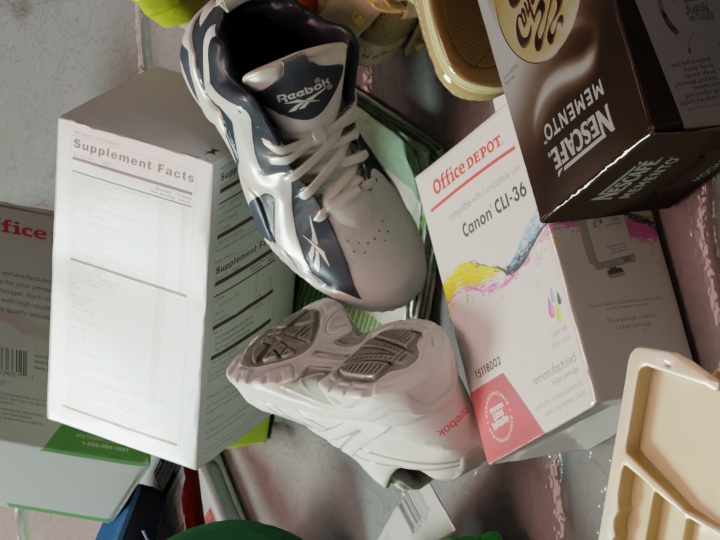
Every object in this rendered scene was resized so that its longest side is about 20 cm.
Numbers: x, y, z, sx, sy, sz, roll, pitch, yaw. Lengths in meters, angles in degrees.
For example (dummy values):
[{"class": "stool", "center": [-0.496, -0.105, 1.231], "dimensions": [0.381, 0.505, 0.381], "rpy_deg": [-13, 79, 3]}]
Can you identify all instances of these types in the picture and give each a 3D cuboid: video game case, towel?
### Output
[{"class": "video game case", "center": [-0.116, 0.222, 1.877], "dimensions": [0.182, 0.023, 0.200], "rpy_deg": [66, 146, 30]}, {"class": "towel", "center": [0.000, 0.000, 1.611], "dimensions": [0.153, 0.023, 0.200], "rpy_deg": [37, 128, 55]}]

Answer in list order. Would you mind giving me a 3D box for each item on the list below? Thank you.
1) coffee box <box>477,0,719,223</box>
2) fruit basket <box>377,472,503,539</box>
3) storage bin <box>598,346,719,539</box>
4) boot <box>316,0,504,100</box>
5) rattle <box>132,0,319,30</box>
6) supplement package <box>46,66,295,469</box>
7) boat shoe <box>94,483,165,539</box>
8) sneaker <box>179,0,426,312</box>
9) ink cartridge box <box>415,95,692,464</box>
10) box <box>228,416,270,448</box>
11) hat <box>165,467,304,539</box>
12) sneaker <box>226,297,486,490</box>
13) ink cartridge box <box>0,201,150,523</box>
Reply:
[{"class": "coffee box", "center": [0.117, -0.137, 1.302], "dimensions": [0.113, 0.080, 0.200], "rpy_deg": [-41, 60, 56]}, {"class": "fruit basket", "center": [0.042, 0.237, 1.529], "dimensions": [0.200, 0.094, 0.186], "rpy_deg": [111, 143, -55]}, {"class": "storage bin", "center": [0.199, 0.112, 1.071], "dimensions": [0.094, 0.200, 0.199], "rpy_deg": [38, 128, 52]}, {"class": "boot", "center": [0.034, -0.145, 1.448], "dimensions": [0.155, 0.073, 0.200], "rpy_deg": [126, 142, -51]}, {"class": "rattle", "center": [-0.047, -0.198, 1.615], "dimensions": [0.130, 0.143, 0.200], "rpy_deg": [45, 159, -17]}, {"class": "supplement package", "center": [-0.110, -0.003, 1.630], "dimensions": [0.114, 0.110, 0.200], "rpy_deg": [18, 118, 23]}, {"class": "boat shoe", "center": [-0.162, 0.247, 1.860], "dimensions": [0.084, 0.069, 0.200], "rpy_deg": [165, 123, -73]}, {"class": "sneaker", "center": [-0.027, -0.072, 1.473], "dimensions": [0.199, 0.079, 0.130], "rpy_deg": [63, 170, 7]}, {"class": "ink cartridge box", "center": [0.092, -0.015, 1.387], "dimensions": [0.116, 0.067, 0.200], "rpy_deg": [-38, 62, 58]}, {"class": "box", "center": [-0.089, 0.001, 1.753], "dimensions": [0.122, 0.048, 0.200], "rpy_deg": [48, 137, 45]}, {"class": "hat", "center": [-0.069, 0.221, 1.756], "dimensions": [0.176, 0.165, 0.201], "rpy_deg": [-48, -36, -84]}, {"class": "sneaker", "center": [-0.002, 0.077, 1.477], "dimensions": [0.099, 0.078, 0.200], "rpy_deg": [59, 160, -22]}, {"class": "ink cartridge box", "center": [-0.225, 0.059, 1.860], "dimensions": [0.088, 0.145, 0.200], "rpy_deg": [124, 149, -47]}]
